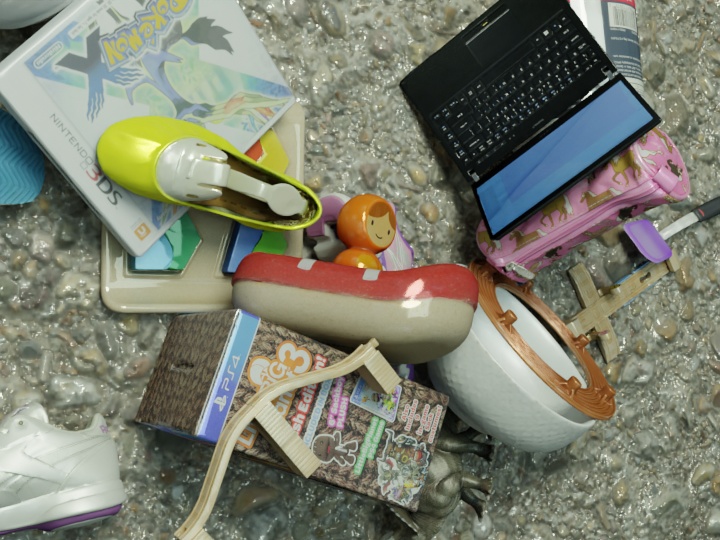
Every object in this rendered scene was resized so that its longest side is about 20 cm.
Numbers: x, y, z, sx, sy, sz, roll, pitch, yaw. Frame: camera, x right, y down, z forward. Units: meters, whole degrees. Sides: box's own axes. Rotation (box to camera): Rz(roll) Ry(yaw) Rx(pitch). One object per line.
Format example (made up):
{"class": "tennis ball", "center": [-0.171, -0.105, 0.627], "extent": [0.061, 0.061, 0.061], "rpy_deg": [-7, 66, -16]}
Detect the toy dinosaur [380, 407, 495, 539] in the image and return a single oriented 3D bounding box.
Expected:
{"class": "toy dinosaur", "center": [0.073, 0.179, 0.886], "extent": [0.102, 0.077, 0.201], "rpy_deg": [7, 66, 5]}

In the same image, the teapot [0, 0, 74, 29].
{"class": "teapot", "center": [-0.258, -0.257, 0.703], "extent": [0.146, 0.199, 0.198], "rpy_deg": [58, 16, -52]}

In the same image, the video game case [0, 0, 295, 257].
{"class": "video game case", "center": [-0.162, -0.142, 0.743], "extent": [0.200, 0.022, 0.183], "rpy_deg": [-49, 129, -20]}

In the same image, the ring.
{"class": "ring", "center": [0.180, 0.060, 0.908], "extent": [0.200, 0.201, 0.019], "rpy_deg": [37, 111, -22]}

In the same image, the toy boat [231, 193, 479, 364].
{"class": "toy boat", "center": [0.000, 0.000, 0.772], "extent": [0.199, 0.131, 0.132], "rpy_deg": [9, 76, 13]}

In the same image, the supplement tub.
{"class": "supplement tub", "center": [0.218, -0.188, 0.960], "extent": [0.140, 0.140, 0.201], "rpy_deg": [-4, 88, -29]}

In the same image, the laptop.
{"class": "laptop", "center": [0.144, -0.156, 0.857], "extent": [0.177, 0.103, 0.201], "rpy_deg": [-36, 80, 16]}

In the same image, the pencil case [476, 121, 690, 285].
{"class": "pencil case", "center": [0.202, -0.060, 0.863], "extent": [0.082, 0.200, 0.087], "rpy_deg": [9, 59, -43]}

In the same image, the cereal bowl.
{"class": "cereal bowl", "center": [0.125, 0.093, 0.883], "extent": [0.200, 0.200, 0.083], "rpy_deg": [35, 112, -22]}

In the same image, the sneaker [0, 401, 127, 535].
{"class": "sneaker", "center": [-0.281, 0.154, 0.709], "extent": [0.199, 0.075, 0.100], "rpy_deg": [-1, 73, -33]}

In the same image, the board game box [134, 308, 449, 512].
{"class": "board game box", "center": [-0.059, 0.115, 0.774], "extent": [0.199, 0.159, 0.097], "rpy_deg": [25, 74, -25]}

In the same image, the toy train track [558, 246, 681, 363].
{"class": "toy train track", "center": [0.299, 0.027, 1.049], "extent": [0.199, 0.032, 0.115], "rpy_deg": [-31, 101, -28]}

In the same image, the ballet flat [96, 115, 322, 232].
{"class": "ballet flat", "center": [-0.110, -0.073, 0.750], "extent": [0.199, 0.067, 0.067], "rpy_deg": [18, 92, -42]}

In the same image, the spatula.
{"class": "spatula", "center": [0.381, -0.056, 1.101], "extent": [0.199, 0.021, 0.057], "rpy_deg": [-22, 71, -32]}

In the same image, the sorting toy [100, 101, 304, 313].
{"class": "sorting toy", "center": [-0.131, -0.064, 0.818], "extent": [0.184, 0.036, 0.201], "rpy_deg": [1, 85, -29]}

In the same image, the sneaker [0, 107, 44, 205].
{"class": "sneaker", "center": [-0.331, -0.091, 0.692], "extent": [0.199, 0.080, 0.077], "rpy_deg": [11, 78, -47]}

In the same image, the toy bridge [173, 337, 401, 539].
{"class": "toy bridge", "center": [-0.056, 0.118, 0.667], "extent": [0.200, 0.027, 0.067], "rpy_deg": [-45, 107, -20]}

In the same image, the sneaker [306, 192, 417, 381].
{"class": "sneaker", "center": [0.020, 0.018, 0.877], "extent": [0.088, 0.080, 0.201], "rpy_deg": [-23, 101, -47]}
